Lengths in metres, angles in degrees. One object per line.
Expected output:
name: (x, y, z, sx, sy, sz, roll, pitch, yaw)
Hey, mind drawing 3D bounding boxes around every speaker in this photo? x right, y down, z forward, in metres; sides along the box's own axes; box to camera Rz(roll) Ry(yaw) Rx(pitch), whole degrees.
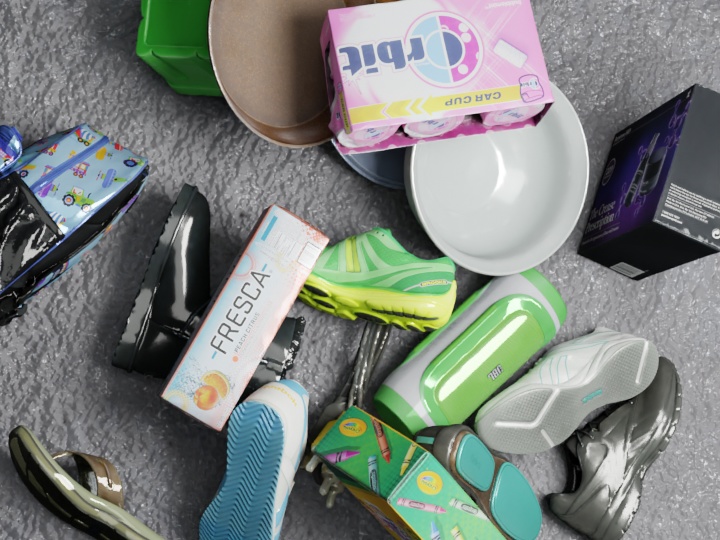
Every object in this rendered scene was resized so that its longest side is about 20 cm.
speaker: (0.107, 0.084, 1.365, 0.200, 0.088, 0.089, -42, 92, -14)

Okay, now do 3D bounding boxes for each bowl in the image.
bowl: (0.117, -0.098, 1.374, 0.199, 0.090, 0.204, -2, 95, -26)

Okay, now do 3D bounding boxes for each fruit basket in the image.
fruit basket: (-0.106, -0.266, 1.357, 0.154, 0.215, 0.218, 7, 78, 29)

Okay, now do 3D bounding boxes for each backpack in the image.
backpack: (-0.291, -0.059, 1.253, 0.200, 0.182, 0.135, -43, 98, -17)

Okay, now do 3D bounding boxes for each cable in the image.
cable: (-0.001, 0.133, 1.345, 0.050, 0.098, 0.201, 17, 59, 25)

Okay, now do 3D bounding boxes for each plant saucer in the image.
plant saucer: (-0.065, -0.214, 1.288, 0.199, 0.034, 0.203, -6, 100, -40)

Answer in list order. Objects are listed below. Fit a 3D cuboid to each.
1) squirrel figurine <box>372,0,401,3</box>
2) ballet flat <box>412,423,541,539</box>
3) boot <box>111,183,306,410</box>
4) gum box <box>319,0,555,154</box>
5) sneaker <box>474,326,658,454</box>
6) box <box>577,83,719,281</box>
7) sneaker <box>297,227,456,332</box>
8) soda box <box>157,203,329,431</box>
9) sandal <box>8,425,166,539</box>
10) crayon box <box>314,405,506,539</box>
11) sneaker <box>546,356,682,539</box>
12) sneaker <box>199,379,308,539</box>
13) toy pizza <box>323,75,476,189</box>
squirrel figurine: (0.096, -0.349, 1.311, 0.140, 0.186, 0.202, -4, 78, -24)
ballet flat: (0.108, 0.198, 1.339, 0.200, 0.068, 0.068, 52, 54, -44)
boot: (-0.130, 0.037, 1.329, 0.161, 0.073, 0.200, 20, 86, -6)
gum box: (0.061, -0.179, 1.265, 0.198, 0.066, 0.115, -9, 76, -11)
sneaker: (0.193, 0.117, 1.382, 0.199, 0.080, 0.071, -24, 115, -18)
box: (0.296, -0.081, 1.368, 0.078, 0.200, 0.142, 24, 78, -7)
sneaker: (0.000, 0.000, 1.343, 0.198, 0.074, 0.084, 15, 65, 17)
soda box: (-0.106, 0.041, 1.267, 0.063, 0.068, 0.201, 31, 82, -8)
sandal: (-0.239, 0.207, 1.289, 0.200, 0.080, 0.058, 39, 59, -11)
crayon box: (0.057, 0.218, 1.274, 0.058, 0.118, 0.200, -48, 126, -13)
sneaker: (0.252, 0.169, 1.393, 0.090, 0.076, 0.201, 28, 75, 0)
sneaker: (-0.090, 0.194, 1.289, 0.076, 0.081, 0.202, 25, 117, 14)
toy pizza: (0.044, -0.182, 1.400, 0.198, 0.032, 0.203, -2, 95, -26)
